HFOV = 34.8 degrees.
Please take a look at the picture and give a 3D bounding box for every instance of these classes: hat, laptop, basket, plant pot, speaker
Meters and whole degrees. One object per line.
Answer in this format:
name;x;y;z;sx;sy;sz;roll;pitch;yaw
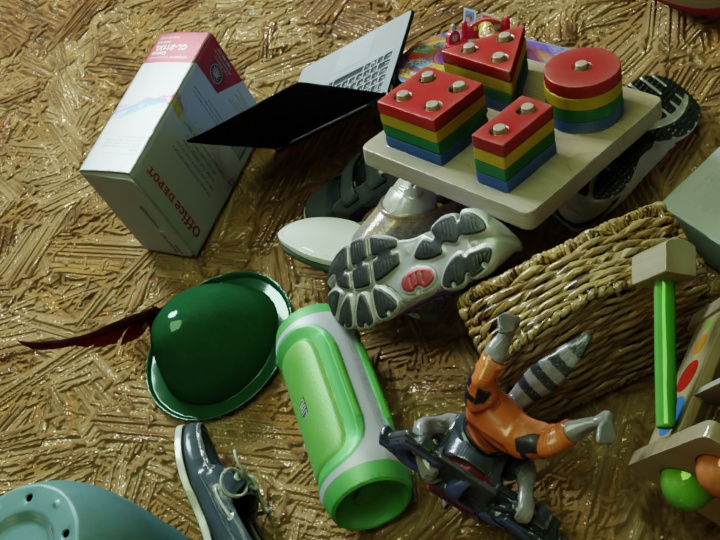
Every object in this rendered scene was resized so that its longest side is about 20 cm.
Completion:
hat;-0.178;0.037;1.107;0.163;0.177;0.202;4;57;28
laptop;-0.062;-0.210;1.240;0.186;0.116;0.202;-18;45;43
basket;0.179;0.011;0.974;0.198;0.143;0.150;-25;48;6
plant pot;-0.251;0.274;0.975;0.197;0.162;0.203;-13;51;16
speaker;-0.018;0.126;1.023;0.087;0.089;0.202;-27;48;5

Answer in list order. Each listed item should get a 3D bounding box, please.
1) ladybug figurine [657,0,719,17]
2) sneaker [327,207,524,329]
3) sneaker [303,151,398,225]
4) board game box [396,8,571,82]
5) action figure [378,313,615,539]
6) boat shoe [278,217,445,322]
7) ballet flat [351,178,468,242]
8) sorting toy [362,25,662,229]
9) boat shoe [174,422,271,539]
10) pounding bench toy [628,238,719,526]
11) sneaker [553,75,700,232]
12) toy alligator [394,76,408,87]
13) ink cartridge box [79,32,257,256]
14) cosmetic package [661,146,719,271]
ladybug figurine;0.351;-0.321;1.188;0.135;0.072;0.200;-39;47;-6
sneaker;0.056;0.008;1.011;0.198;0.083;0.082;-14;72;34
sneaker;0.023;-0.098;1.180;0.197;0.080;0.079;-17;50;16
board game box;0.133;-0.233;1.206;0.198;0.039;0.158;21;42;34
action figure;0.127;0.142;0.900;0.199;0.194;0.105;38;46;0
boat shoe;0.000;0.000;1.122;0.198;0.063;0.073;17;39;32
ballet flat;0.075;-0.076;1.101;0.198;0.068;0.068;-23;36;-21
sorting toy;0.132;-0.146;1.025;0.199;0.070;0.198;25;52;39
boat shoe;-0.114;0.212;1.012;0.061;0.075;0.201;-30;49;4
pounding bench toy;0.259;0.091;0.824;0.198;0.124;0.157;32;68;-1
sneaker;0.246;-0.113;1.085;0.074;0.080;0.199;44;61;14
toy alligator;0.099;-0.162;1.209;0.198;0.059;0.055;27;111;37
ink cartridge box;-0.203;-0.140;1.276;0.082;0.146;0.202;7;58;31
cosmetic package;0.384;-0.072;0.998;0.200;0.052;0.151;-42;46;-8
